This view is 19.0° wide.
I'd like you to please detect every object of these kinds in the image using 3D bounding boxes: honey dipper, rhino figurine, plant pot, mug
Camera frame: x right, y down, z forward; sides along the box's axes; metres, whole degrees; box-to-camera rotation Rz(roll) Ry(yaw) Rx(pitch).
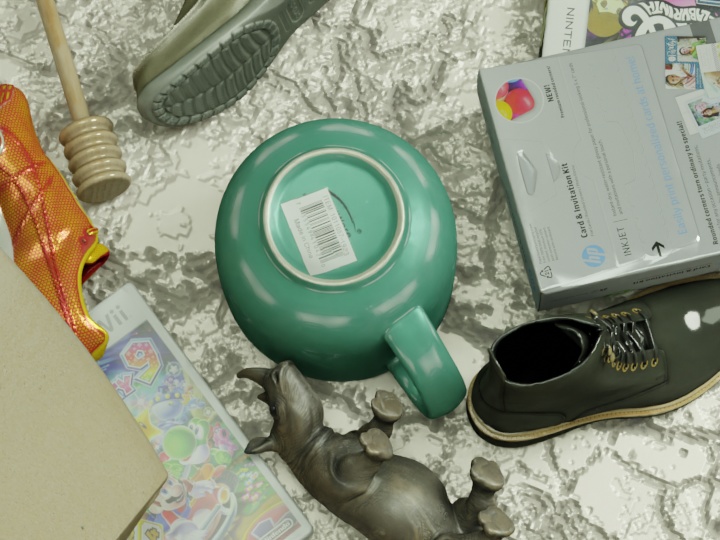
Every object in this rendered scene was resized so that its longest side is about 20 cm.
[{"bbox_3d":[-0.196,-0.141,1.421,0.038,0.038,0.201,-17,70,-4],"label":"honey dipper"},{"bbox_3d":[0.002,0.121,1.319,0.199,0.088,0.060,34,42,11],"label":"rhino figurine"},{"bbox_3d":[-0.232,0.138,1.231,0.177,0.200,0.200,37,36,2],"label":"plant pot"},{"bbox_3d":[-0.001,-0.011,1.337,0.184,0.114,0.153,20,75,7],"label":"mug"}]

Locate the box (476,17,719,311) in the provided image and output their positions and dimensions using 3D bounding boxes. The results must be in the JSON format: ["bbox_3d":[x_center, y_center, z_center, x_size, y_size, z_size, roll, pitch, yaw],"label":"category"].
[{"bbox_3d":[0.187,-0.072,1.347,0.198,0.041,0.157,-13,70,-4],"label":"box"}]

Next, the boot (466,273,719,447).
[{"bbox_3d":[0.163,0.045,1.306,0.199,0.138,0.078,-26,75,-7],"label":"boot"}]

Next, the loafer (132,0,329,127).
[{"bbox_3d":[-0.080,-0.175,1.414,0.070,0.075,0.200,40,73,23],"label":"loafer"}]

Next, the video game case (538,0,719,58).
[{"bbox_3d":[0.212,-0.111,1.403,0.198,0.036,0.183,8,75,3],"label":"video game case"}]

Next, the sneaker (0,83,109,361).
[{"bbox_3d":[-0.203,-0.026,1.372,0.077,0.073,0.201,-7,69,-19],"label":"sneaker"}]

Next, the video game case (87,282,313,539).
[{"bbox_3d":[-0.144,0.127,1.350,0.143,0.018,0.200,-36,76,-8],"label":"video game case"}]
